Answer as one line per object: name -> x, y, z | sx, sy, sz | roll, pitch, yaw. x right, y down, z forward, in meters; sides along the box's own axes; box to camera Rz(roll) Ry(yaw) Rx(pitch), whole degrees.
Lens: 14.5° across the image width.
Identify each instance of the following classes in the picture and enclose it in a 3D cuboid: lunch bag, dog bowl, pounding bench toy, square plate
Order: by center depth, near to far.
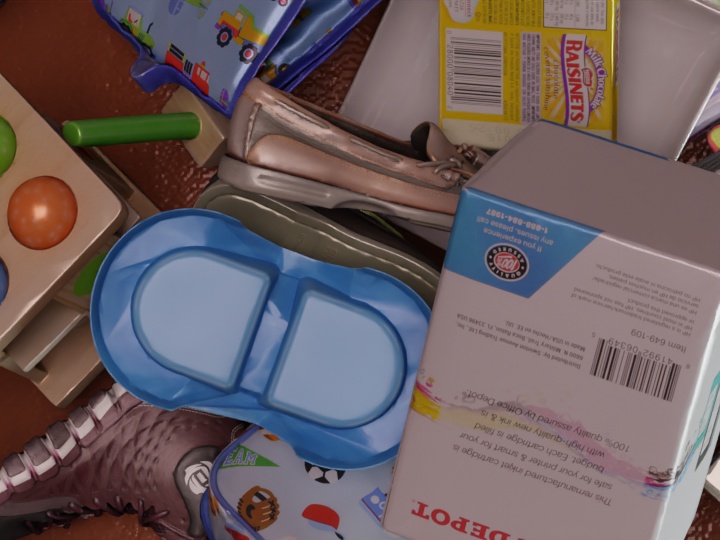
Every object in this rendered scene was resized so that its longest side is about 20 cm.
dog bowl -> -0.051, 0.036, 1.561 | 0.199, 0.050, 0.112 | 20, 92, -3
lunch bag -> 0.019, 0.148, 1.607 | 0.160, 0.076, 0.200 | -39, 75, -26
pounding bench toy -> -0.169, -0.045, 1.611 | 0.200, 0.156, 0.124 | -46, 70, 2
lunch bag -> -0.062, -0.182, 1.613 | 0.200, 0.094, 0.150 | -50, 54, -2
square plate -> 0.096, -0.098, 1.636 | 0.198, 0.028, 0.201 | 28, 105, 14

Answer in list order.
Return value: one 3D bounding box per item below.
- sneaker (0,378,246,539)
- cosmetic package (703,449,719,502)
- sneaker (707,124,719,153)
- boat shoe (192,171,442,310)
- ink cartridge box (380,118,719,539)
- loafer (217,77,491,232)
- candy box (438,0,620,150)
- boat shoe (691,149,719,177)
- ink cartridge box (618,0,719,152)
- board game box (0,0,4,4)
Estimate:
sneaker -> -0.147, 0.139, 1.654 | 0.200, 0.076, 0.116 | -37, 87, 3
cosmetic package -> 0.296, 0.146, 1.596 | 0.200, 0.087, 0.103 | 43, 94, 6
sneaker -> 0.205, 0.007, 1.626 | 0.090, 0.078, 0.201 | 21, 84, 15
boat shoe -> 0.000, 0.000, 1.617 | 0.201, 0.061, 0.072 | 32, 116, -4
ink cartridge box -> 0.118, 0.049, 1.492 | 0.146, 0.146, 0.201 | 19, 113, 13
loafer -> 0.021, -0.060, 1.574 | 0.199, 0.072, 0.063 | 10, 96, -20
candy box -> 0.094, -0.163, 1.572 | 0.102, 0.026, 0.201 | 5, 112, 12
boat shoe -> 0.170, -0.005, 1.578 | 0.200, 0.074, 0.067 | -33, 96, 26
ink cartridge box -> 0.218, -0.164, 1.645 | 0.200, 0.042, 0.120 | -33, 85, 2
board game box -> -0.208, -0.260, 1.663 | 0.103, 0.105, 0.200 | 40, 91, 7
